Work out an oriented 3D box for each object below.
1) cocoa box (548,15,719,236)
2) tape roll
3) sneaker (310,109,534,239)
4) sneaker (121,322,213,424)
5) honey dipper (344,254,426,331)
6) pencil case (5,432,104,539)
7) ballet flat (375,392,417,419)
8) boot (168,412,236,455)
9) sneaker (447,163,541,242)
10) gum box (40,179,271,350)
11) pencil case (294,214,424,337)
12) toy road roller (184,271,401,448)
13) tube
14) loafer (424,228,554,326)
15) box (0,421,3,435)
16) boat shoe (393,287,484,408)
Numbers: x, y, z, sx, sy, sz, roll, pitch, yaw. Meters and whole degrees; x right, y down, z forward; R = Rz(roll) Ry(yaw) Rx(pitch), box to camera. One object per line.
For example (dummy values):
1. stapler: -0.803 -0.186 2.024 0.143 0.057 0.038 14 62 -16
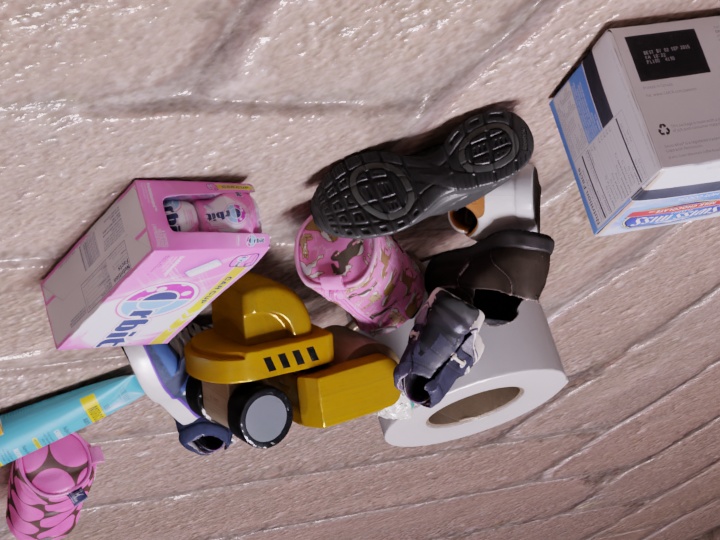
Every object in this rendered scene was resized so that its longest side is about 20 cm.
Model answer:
1. cocoa box: 0.282 -0.124 1.592 0.198 0.135 0.131 -9 160 -23
2. tape roll: 0.098 0.081 1.979 0.201 0.140 0.203 -17 161 -6
3. sneaker: 0.055 -0.071 1.634 0.198 0.077 0.091 -17 168 2
4. sneaker: -0.144 0.069 1.842 0.146 0.081 0.200 -31 153 0
5. honey dipper: -0.014 0.059 1.883 0.199 0.038 0.038 -38 160 1
6. pencil case: -0.339 0.240 2.102 0.093 0.091 0.200 -18 164 -22
7. ballet flat: -0.023 0.112 1.912 0.199 0.073 0.071 15 -172 42
8. boot: -0.158 0.157 2.026 0.072 0.091 0.200 -23 160 13
9. sneaker: 0.126 -0.054 1.772 0.084 0.074 0.200 -1 161 9
10. gum box: -0.173 -0.006 1.602 0.113 0.067 0.200 -2 155 -37
11. pencil case: 0.000 0.000 1.739 0.082 0.087 0.200 -36 160 4
12. toy road roller: -0.067 0.068 1.766 0.198 0.148 0.123 -12 -163 -29
13. tube: -0.315 0.152 1.949 0.198 0.051 0.077 -22 169 -5
14. loafer: 0.111 0.017 1.755 0.072 0.072 0.200 11 163 -17
15. box: -0.448 0.150 1.824 0.198 0.042 0.119 -13 160 -9
16. boat shoe: 0.065 0.083 1.771 0.093 0.074 0.200 -59 170 -11
